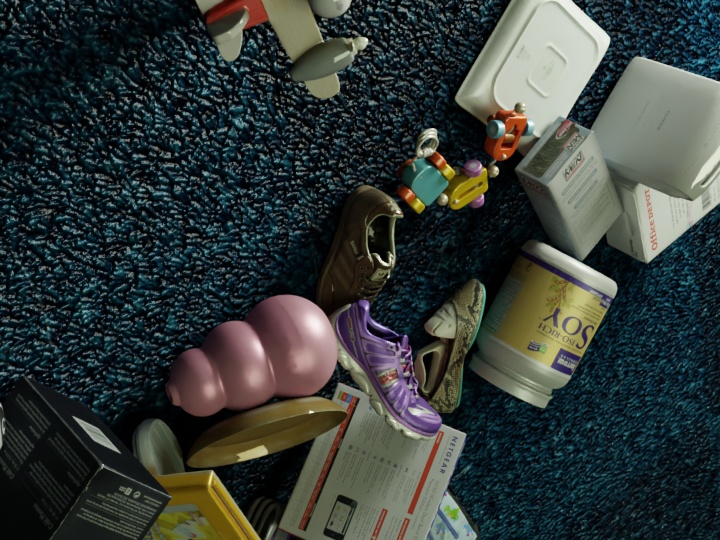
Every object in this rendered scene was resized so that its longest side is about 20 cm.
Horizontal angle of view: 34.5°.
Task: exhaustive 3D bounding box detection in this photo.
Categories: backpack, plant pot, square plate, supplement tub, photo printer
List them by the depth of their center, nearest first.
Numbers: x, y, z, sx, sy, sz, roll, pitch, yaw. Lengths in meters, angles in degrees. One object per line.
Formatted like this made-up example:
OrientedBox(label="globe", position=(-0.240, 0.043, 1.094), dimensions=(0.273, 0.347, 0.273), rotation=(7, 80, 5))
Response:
OrientedBox(label="plant pot", position=(-0.113, 0.190, 1.384), dimensions=(0.199, 0.028, 0.200), rotation=(-16, 162, -5))
OrientedBox(label="square plate", position=(0.233, -0.261, 1.509), dimensions=(0.198, 0.028, 0.200), rotation=(29, 92, -45))
OrientedBox(label="backpack", position=(0.059, 0.311, 1.577), dimensions=(0.153, 0.163, 0.201), rotation=(-29, 119, -21))
OrientedBox(label="photo printer", position=(0.420, -0.191, 1.580), dimensions=(0.069, 0.200, 0.167), rotation=(28, 94, -44))
OrientedBox(label="supplement tub", position=(0.250, 0.074, 1.614), dimensions=(0.145, 0.145, 0.200), rotation=(23, 96, -44))

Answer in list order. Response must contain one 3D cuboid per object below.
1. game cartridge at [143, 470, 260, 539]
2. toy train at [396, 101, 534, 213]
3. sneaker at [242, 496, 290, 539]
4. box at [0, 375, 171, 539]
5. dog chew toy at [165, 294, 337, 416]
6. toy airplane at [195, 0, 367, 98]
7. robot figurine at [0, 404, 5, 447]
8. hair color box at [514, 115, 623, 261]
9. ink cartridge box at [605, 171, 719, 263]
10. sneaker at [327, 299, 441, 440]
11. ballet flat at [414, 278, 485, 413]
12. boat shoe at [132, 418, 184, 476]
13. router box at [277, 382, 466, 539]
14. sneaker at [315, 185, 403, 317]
OrientedBox(label="game cartridge", position=(-0.225, 0.300, 1.329), dimensions=(0.199, 0.033, 0.177), rotation=(-11, 132, 17))
OrientedBox(label="toy train", position=(0.120, -0.146, 1.445), dimensions=(0.200, 0.056, 0.151), rotation=(-12, 132, -37))
OrientedBox(label="sneaker", position=(-0.138, 0.395, 1.514), dimensions=(0.087, 0.074, 0.200), rotation=(25, 94, -49))
OrientedBox(label="box", position=(-0.324, 0.241, 1.191), dimensions=(0.182, 0.200, 0.104), rotation=(-54, 135, -3))
OrientedBox(label="dog chew toy", position=(-0.129, 0.107, 1.342), dimensions=(0.199, 0.125, 0.125), rotation=(-20, 124, -21))
OrientedBox(label="toy airplane", position=(-0.069, -0.283, 1.169), dimensions=(0.200, 0.141, 0.200), rotation=(7, 108, -42))
OrientedBox(label="robot figurine", position=(-0.428, 0.131, 1.098), dimensions=(0.150, 0.125, 0.200), rotation=(-36, 133, 4))
OrientedBox(label="hair color box", position=(0.289, -0.109, 1.591), dimensions=(0.099, 0.061, 0.200), rotation=(-49, 143, -9))
OrientedBox(label="ink cartridge box", position=(0.449, -0.130, 1.715), dimensions=(0.200, 0.084, 0.145), rotation=(-37, 130, -20))
OrientedBox(label="sneaker", position=(0.039, 0.123, 1.412), dimensions=(0.083, 0.081, 0.200), rotation=(-36, 103, 12))
OrientedBox(label="ballet flat", position=(0.115, 0.106, 1.582), dimensions=(0.075, 0.068, 0.201), rotation=(3, 113, -23))
OrientedBox(label="boat shoe", position=(-0.240, 0.259, 1.357), dimensions=(0.074, 0.067, 0.201), rotation=(-72, 153, -56))
OrientedBox(label="router box", position=(0.016, 0.269, 1.472), dimensions=(0.049, 0.179, 0.201), rotation=(76, 37, -74))
OrientedBox(label="sneaker", position=(0.000, 0.000, 1.418), dimensions=(0.070, 0.075, 0.201), rotation=(-4, 114, -38))
